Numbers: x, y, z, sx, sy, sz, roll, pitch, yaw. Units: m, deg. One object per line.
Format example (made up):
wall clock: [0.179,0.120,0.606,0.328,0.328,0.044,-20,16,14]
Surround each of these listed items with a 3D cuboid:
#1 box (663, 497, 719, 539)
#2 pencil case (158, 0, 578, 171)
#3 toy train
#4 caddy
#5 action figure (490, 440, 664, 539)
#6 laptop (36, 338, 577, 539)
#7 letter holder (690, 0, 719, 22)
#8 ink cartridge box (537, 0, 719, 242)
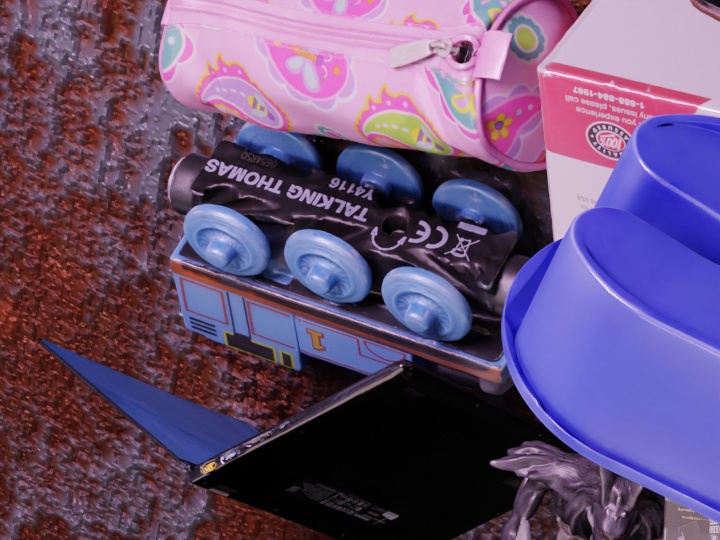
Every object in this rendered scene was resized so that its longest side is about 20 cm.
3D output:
box: [0.225,0.137,1.227,0.199,0.050,0.159,4,111,13]
pencil case: [0.004,-0.097,1.283,0.199,0.087,0.088,14,136,38]
toy train: [0.000,0.000,1.400,0.199,0.087,0.115,18,146,20]
caddy: [0.154,0.032,1.133,0.199,0.141,0.105,27,134,12]
action figure: [0.111,0.142,1.324,0.118,0.103,0.200,6,151,2]
laptop: [-0.019,0.066,1.449,0.199,0.116,0.187,-28,150,24]
letter holder: [0.214,-0.111,1.077,0.199,0.142,0.101,20,137,21]
ink cartridge box: [0.163,-0.015,1.256,0.145,0.083,0.201,15,135,25]
